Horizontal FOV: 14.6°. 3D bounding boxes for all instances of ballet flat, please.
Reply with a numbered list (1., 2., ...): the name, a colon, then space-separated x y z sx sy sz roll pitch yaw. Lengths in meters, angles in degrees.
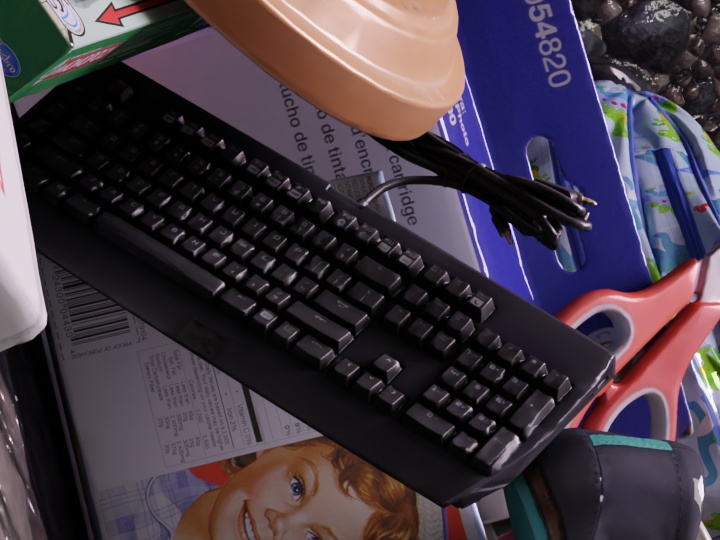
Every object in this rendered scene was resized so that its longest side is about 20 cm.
1. ballet flat: 0.084 0.129 0.850 0.073 0.073 0.201 -102 -176 -55

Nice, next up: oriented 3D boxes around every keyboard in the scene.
1. keyboard: -0.009 -0.014 0.840 0.199 0.127 0.021 31 -38 23

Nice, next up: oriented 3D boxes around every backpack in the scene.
1. backpack: 0.106 0.024 1.119 0.200 0.153 0.164 -69 151 -57

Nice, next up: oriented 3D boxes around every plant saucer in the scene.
1. plant saucer: -0.036 -0.125 0.832 0.200 0.032 0.201 43 19 -19

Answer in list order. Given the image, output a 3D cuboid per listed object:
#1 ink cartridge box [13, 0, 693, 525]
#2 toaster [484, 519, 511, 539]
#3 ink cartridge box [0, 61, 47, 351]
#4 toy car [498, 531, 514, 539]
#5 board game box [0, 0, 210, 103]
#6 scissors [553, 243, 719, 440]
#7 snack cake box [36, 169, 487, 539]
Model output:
1. ink cartridge box: 0.000 0.000 0.999 0.041 0.199 0.201 -79 152 -80
2. toaster: -0.014 0.052 1.108 0.200 0.128 0.114 67 7 -66
3. ink cartridge box: -0.122 -0.083 0.427 0.200 0.084 0.146 71 4 -58
4. toy car: 0.044 0.197 1.292 0.185 0.176 0.200 62 22 0
5. board game box: -0.097 -0.120 0.786 0.135 0.029 0.200 55 17 -2
6. scissors: 0.124 -0.002 1.012 0.073 0.200 0.014 44 -17 -19
7. snack cake box: -0.023 0.081 0.865 0.067 0.114 0.201 101 -25 -70
